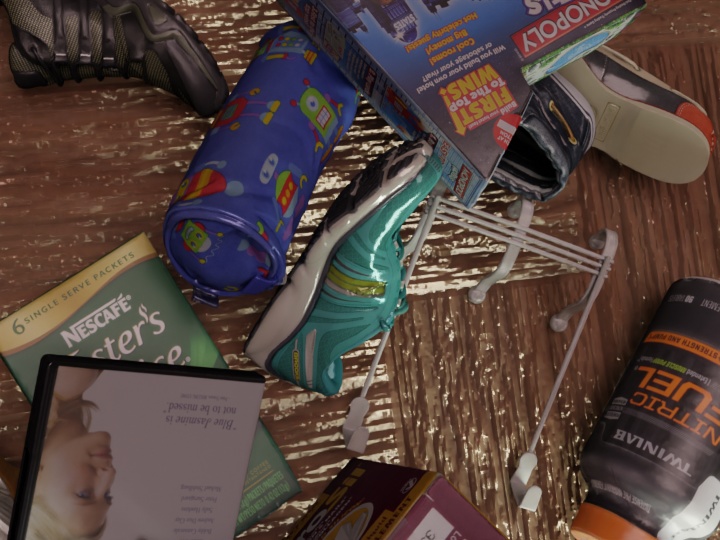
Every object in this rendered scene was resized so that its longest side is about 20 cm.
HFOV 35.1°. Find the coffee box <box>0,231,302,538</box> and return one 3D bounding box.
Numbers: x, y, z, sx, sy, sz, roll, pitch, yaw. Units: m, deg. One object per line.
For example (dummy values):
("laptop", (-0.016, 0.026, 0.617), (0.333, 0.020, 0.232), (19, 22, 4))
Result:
("coffee box", (-0.140, 0.092, 0.740), (0.122, 0.044, 0.202), (-31, 92, -16))

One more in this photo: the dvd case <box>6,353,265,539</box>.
("dvd case", (-0.138, 0.154, 0.675), (0.141, 0.017, 0.204), (8, 97, -35))

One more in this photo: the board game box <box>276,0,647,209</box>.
("board game box", (0.068, -0.155, 0.721), (0.198, 0.062, 0.202), (-27, 81, -11))

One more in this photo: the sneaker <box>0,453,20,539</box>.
("sneaker", (-0.235, 0.163, 0.703), (0.087, 0.076, 0.200), (-38, 104, 13))

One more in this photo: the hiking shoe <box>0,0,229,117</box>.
("hiking shoe", (-0.181, -0.152, 0.753), (0.199, 0.076, 0.101), (37, 90, -4))

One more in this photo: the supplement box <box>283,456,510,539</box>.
("supplement box", (0.014, 0.196, 0.687), (0.103, 0.200, 0.131), (43, 75, -5))

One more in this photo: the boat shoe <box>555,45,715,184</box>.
("boat shoe", (0.171, -0.134, 0.840), (0.198, 0.072, 0.063), (29, 40, 4))

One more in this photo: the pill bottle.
("pill bottle", (0.223, 0.115, 0.802), (0.105, 0.106, 0.202), (33, 76, -9))

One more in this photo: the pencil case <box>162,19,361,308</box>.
("pencil case", (-0.057, -0.072, 0.727), (0.087, 0.077, 0.202), (42, 47, -24))

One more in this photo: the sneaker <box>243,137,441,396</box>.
("sneaker", (0.000, 0.000, 0.734), (0.079, 0.201, 0.078), (32, 32, -4))

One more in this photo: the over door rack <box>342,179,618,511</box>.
("over door rack", (0.080, 0.045, 0.798), (0.146, 0.067, 0.203), (18, 91, -10))

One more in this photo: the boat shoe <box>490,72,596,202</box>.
("boat shoe", (0.076, -0.135, 0.785), (0.199, 0.071, 0.091), (38, 38, -1))

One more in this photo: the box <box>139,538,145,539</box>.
("box", (-0.054, 0.245, 0.669), (0.032, 0.120, 0.201), (-46, 125, -18))
